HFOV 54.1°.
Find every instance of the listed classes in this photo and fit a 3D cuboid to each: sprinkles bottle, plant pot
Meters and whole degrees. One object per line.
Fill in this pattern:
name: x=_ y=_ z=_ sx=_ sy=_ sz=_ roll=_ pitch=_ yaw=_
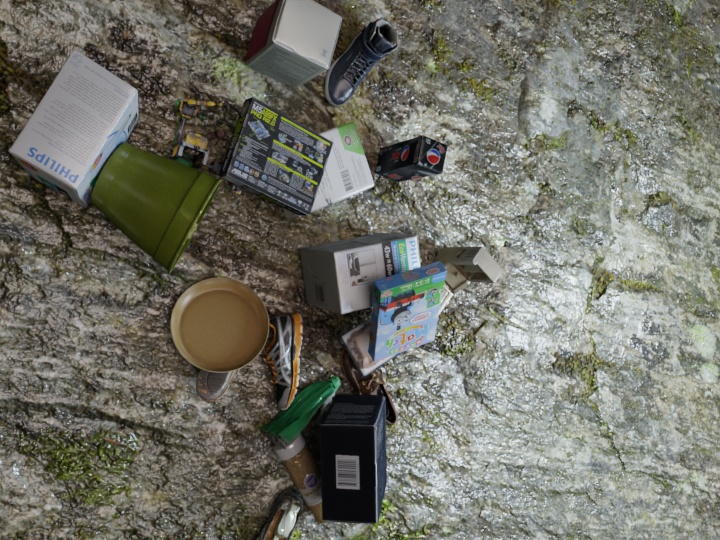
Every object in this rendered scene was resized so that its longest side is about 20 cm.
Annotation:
sprinkles bottle: x=-0.114 y=0.447 z=1.528 sx=0.068 sy=0.068 sz=0.203 roll=-33 pitch=106 yaw=-22
plant pot: x=-0.391 y=-0.134 z=1.325 sx=0.190 sy=0.200 sz=0.204 roll=31 pitch=78 yaw=-11
plant pot: x=-0.282 y=0.112 z=1.418 sx=0.194 sy=0.028 sz=0.205 roll=6 pitch=61 yaw=-11

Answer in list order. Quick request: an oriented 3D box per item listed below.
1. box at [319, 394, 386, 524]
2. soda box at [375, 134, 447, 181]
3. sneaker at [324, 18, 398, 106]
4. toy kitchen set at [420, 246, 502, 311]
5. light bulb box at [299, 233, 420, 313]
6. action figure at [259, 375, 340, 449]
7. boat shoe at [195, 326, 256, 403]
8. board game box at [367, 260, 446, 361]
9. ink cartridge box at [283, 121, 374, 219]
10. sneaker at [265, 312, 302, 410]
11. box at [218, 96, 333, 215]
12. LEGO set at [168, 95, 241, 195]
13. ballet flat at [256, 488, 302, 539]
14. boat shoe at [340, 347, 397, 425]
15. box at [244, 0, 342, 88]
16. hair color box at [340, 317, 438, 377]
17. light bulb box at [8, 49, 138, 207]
box: x=-0.010 y=0.389 z=1.483 sx=0.120 sy=0.197 sz=0.207 roll=0 pitch=97 yaw=9
soda box: x=0.109 y=-0.243 z=1.554 sx=0.069 sy=0.199 sz=0.065 roll=16 pitch=85 yaw=-25
sneaker: x=0.004 y=-0.455 z=1.529 sx=0.076 sy=0.145 sz=0.206 roll=34 pitch=78 yaw=-24
toy kitchen set: x=0.173 y=0.020 z=1.603 sx=0.163 sy=0.179 sz=0.202 roll=43 pitch=74 yaw=-19
light bulb box: x=0.000 y=0.000 z=1.497 sx=0.195 sy=0.197 sz=0.129 roll=-11 pitch=99 yaw=-24
action figure: x=-0.113 y=0.296 z=1.517 sx=0.199 sy=0.117 sz=0.056 roll=-40 pitch=122 yaw=-29
boat shoe: x=-0.274 y=0.181 z=1.445 sx=0.074 sy=0.072 sz=0.202 roll=27 pitch=59 yaw=9
board game box: x=0.092 y=0.085 z=1.426 sx=0.148 sy=0.037 sz=0.203 roll=-17 pitch=137 yaw=-20
ink cartridge box: x=-0.088 y=-0.215 z=1.520 sx=0.196 sy=0.083 sz=0.149 roll=-24 pitch=101 yaw=-24
sneaker: x=-0.167 y=0.192 z=1.501 sx=0.075 sy=0.078 sz=0.207 roll=4 pitch=86 yaw=-13
box: x=-0.163 y=-0.221 z=1.399 sx=0.197 sy=0.044 sz=0.164 roll=23 pitch=79 yaw=-32
LEGO set: x=-0.287 y=-0.257 z=1.400 sx=0.197 sy=0.115 sz=0.157 roll=27 pitch=80 yaw=-25
ballet flat: x=-0.179 y=0.568 z=1.498 sx=0.071 sy=0.072 sz=0.205 roll=28 pitch=79 yaw=-24
boat shoe: x=0.025 y=0.260 z=1.595 sx=0.070 sy=0.070 sz=0.203 roll=-36 pitch=105 yaw=-17
box: x=-0.139 y=-0.461 z=1.425 sx=0.125 sy=0.199 sz=0.112 roll=19 pitch=84 yaw=-25
hair color box: x=0.063 y=0.138 z=1.552 sx=0.197 sy=0.061 sz=0.101 roll=-32 pitch=82 yaw=-8
light bulb box: x=-0.495 y=-0.241 z=1.245 sx=0.123 sy=0.198 sz=0.204 roll=30 pitch=78 yaw=-13
